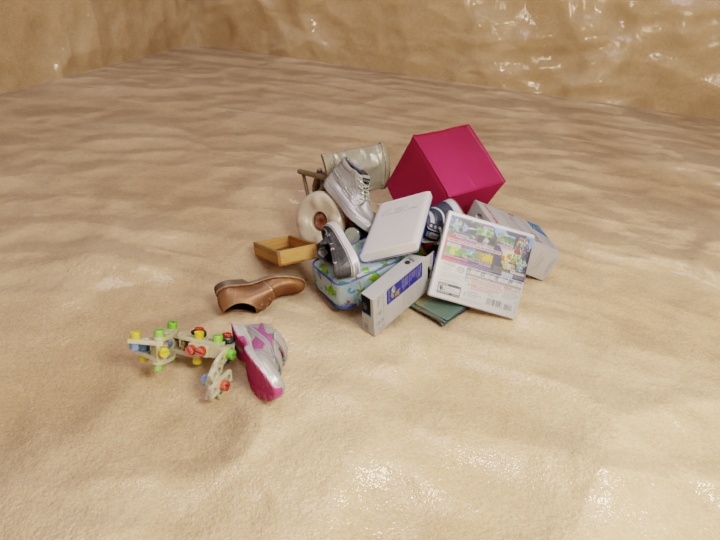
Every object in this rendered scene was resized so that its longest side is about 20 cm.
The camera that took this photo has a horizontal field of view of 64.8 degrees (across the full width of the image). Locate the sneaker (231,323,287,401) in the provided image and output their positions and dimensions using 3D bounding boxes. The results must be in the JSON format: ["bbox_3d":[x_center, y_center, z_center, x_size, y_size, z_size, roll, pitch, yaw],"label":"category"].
[{"bbox_3d":[-0.169,0.151,1.021,0.087,0.083,0.200,-14,36,-22],"label":"sneaker"}]

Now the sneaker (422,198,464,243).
[{"bbox_3d":[0.204,-0.066,1.265,0.107,0.071,0.202,-18,61,-22],"label":"sneaker"}]

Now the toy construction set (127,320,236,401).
[{"bbox_3d":[-0.298,0.148,1.004,0.197,0.094,0.131,24,12,17],"label":"toy construction set"}]

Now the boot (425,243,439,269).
[{"bbox_3d":[0.204,-0.048,1.352,0.089,0.074,0.201,22,26,1],"label":"boot"}]

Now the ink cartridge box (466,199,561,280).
[{"bbox_3d":[0.357,-0.075,1.361,0.196,0.087,0.147,18,27,-18],"label":"ink cartridge box"}]

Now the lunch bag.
[{"bbox_3d":[0.000,0.000,1.256,0.197,0.084,0.160,-23,34,-24],"label":"lunch bag"}]

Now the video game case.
[{"bbox_3d":[0.256,-0.012,1.205,0.196,0.186,0.023,15,-2,-4],"label":"video game case"}]

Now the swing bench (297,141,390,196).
[{"bbox_3d":[-0.042,-0.255,1.559,0.196,0.133,0.199,-17,5,-27],"label":"swing bench"}]

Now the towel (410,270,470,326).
[{"bbox_3d":[0.154,0.049,1.270,0.198,0.022,0.145,28,38,37],"label":"towel"}]

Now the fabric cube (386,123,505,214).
[{"bbox_3d":[0.216,-0.227,1.480,0.197,0.200,0.199,-16,68,-27],"label":"fabric cube"}]

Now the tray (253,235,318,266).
[{"bbox_3d":[-0.176,-0.048,1.321,0.097,0.038,0.199,-13,13,-23],"label":"tray"}]

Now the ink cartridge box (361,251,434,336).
[{"bbox_3d":[0.080,0.039,1.176,0.039,0.101,0.199,28,48,35],"label":"ink cartridge box"}]

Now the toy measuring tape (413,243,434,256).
[{"bbox_3d":[0.121,-0.074,1.381,0.197,0.074,0.074,23,23,-25],"label":"toy measuring tape"}]

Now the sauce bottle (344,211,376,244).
[{"bbox_3d":[0.003,-0.103,1.414,0.063,0.066,0.200,10,18,11],"label":"sauce bottle"}]

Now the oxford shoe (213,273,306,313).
[{"bbox_3d":[-0.206,0.055,1.205,0.196,0.072,0.072,-10,61,-20],"label":"oxford shoe"}]

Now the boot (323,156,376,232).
[{"bbox_3d":[-0.004,-0.182,1.344,0.200,0.096,0.073,48,25,22],"label":"boot"}]

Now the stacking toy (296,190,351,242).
[{"bbox_3d":[-0.061,-0.132,1.476,0.144,0.149,0.199,20,16,25],"label":"stacking toy"}]

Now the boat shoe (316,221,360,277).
[{"bbox_3d":[-0.060,-0.042,1.205,0.065,0.071,0.201,-15,36,-13],"label":"boat shoe"}]

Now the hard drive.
[{"bbox_3d":[0.082,-0.098,1.242,0.129,0.026,0.202,-12,34,26],"label":"hard drive"}]
